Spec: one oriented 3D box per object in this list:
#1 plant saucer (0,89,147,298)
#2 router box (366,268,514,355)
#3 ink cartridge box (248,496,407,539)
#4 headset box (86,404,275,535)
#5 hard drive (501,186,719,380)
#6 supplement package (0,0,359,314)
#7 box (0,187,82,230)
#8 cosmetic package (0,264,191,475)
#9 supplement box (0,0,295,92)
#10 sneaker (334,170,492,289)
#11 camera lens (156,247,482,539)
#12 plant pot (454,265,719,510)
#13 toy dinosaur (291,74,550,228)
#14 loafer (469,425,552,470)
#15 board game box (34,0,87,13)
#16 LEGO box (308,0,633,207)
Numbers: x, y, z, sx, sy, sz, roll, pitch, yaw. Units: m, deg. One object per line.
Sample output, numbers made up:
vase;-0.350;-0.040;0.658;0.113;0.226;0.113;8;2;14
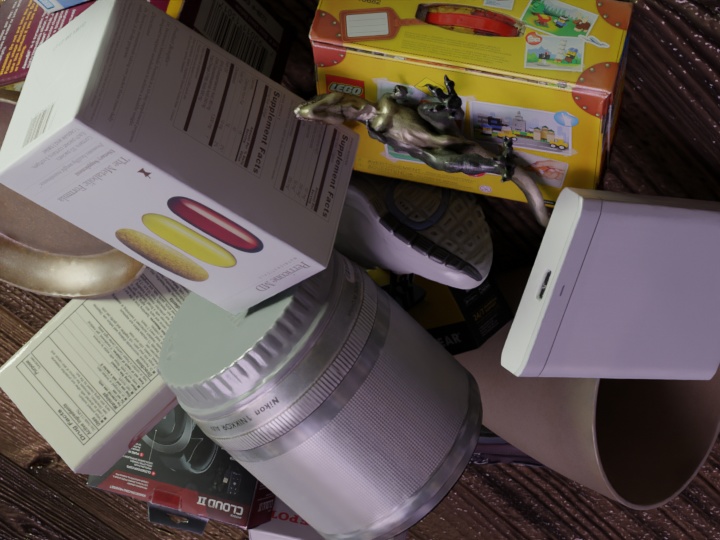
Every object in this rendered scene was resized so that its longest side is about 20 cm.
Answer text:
plant saucer;-0.236;-0.060;1.550;0.200;0.035;0.201;12;139;11
router box;0.000;0.000;1.651;0.200;0.052;0.158;-19;103;46
ink cartridge box;-0.020;0.202;1.931;0.128;0.201;0.125;12;151;8
headset box;-0.136;0.121;1.831;0.148;0.201;0.077;12;-178;14
hard drive;0.195;0.013;1.508;0.200;0.132;0.027;3;-158;-42
supplement package;-0.117;-0.075;1.419;0.200;0.110;0.114;30;146;-25
box;-0.259;-0.077;1.656;0.199;0.095;0.103;25;151;-2
cosmetic package;-0.165;0.051;1.638;0.103;0.200;0.087;48;180;11
supplement box;-0.161;-0.145;1.518;0.199;0.086;0.110;-10;142;37
sneaker;0.014;-0.036;1.539;0.200;0.074;0.087;31;140;31
camera lens;-0.024;0.085;1.539;0.160;0.160;0.200;-17;128;44
plant pot;0.153;0.068;1.669;0.200;0.188;0.187;13;156;39
toy dinosaur;0.058;-0.083;1.404;0.199;0.048;0.088;25;164;-17
loafer;0.110;0.138;1.753;0.199;0.072;0.063;4;119;-11
board game box;-0.220;-0.254;1.413;0.135;0.035;0.200;-11;141;39
LEGO box;0.073;-0.123;1.452;0.199;0.077;0.149;11;150;8
